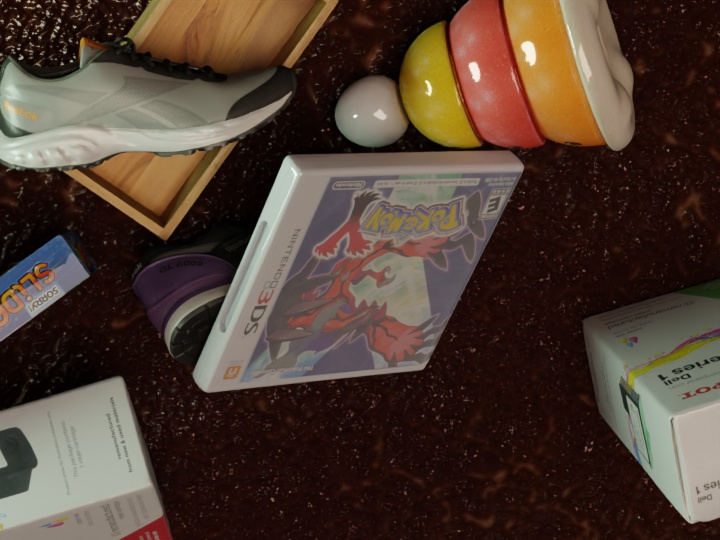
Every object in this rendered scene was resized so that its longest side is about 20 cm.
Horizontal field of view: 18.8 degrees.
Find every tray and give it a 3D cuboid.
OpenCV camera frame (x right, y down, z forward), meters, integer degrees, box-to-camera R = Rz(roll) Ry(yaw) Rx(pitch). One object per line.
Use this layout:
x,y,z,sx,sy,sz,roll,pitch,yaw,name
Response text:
-0.113,-0.131,1.460,0.098,0.037,0.201,34,97,-19,tray

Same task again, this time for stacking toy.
0.078,-0.129,1.472,0.198,0.146,0.147,-16,111,14,stacking toy

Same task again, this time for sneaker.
-0.061,-0.008,1.490,0.199,0.088,0.076,-14,140,-33,sneaker
-0.138,-0.114,1.404,0.198,0.074,0.080,-8,104,-9,sneaker

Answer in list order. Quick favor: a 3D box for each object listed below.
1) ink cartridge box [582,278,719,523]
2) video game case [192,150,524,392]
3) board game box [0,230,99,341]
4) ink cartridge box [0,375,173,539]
0.255,0.082,1.515,0.144,0.200,0.085,-16,110,-6,ink cartridge box
0.000,0.000,1.457,0.199,0.023,0.183,-4,131,-41,video game case
-0.263,0.046,1.425,0.199,0.135,0.035,-36,95,-2,board game box
-0.236,0.158,1.462,0.198,0.146,0.083,-17,68,-6,ink cartridge box
